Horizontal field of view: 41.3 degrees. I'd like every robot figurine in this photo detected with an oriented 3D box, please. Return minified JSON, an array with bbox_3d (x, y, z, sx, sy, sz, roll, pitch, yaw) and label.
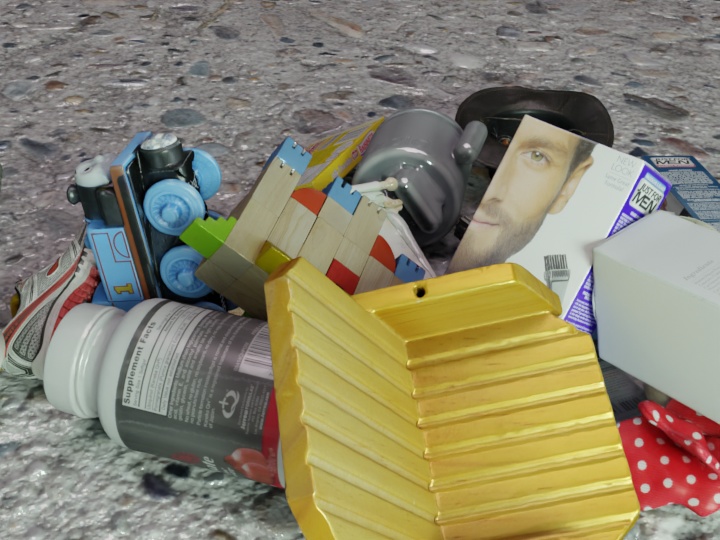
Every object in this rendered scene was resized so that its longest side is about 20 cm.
[{"bbox_3d":[0.056,-0.100,0.994,0.170,0.113,0.200,-24,22,24],"label":"robot figurine"}]

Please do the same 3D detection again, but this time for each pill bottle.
[{"bbox_3d":[-0.116,0.081,0.682,0.200,0.111,0.111,11,32,14],"label":"pill bottle"}]

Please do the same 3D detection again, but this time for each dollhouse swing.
[{"bbox_3d":[0.059,0.079,0.555,0.182,0.176,0.200,-12,59,6],"label":"dollhouse swing"}]

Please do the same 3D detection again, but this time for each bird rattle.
[{"bbox_3d":[0.275,0.104,0.707,0.200,0.113,0.163,-10,34,1],"label":"bird rattle"}]

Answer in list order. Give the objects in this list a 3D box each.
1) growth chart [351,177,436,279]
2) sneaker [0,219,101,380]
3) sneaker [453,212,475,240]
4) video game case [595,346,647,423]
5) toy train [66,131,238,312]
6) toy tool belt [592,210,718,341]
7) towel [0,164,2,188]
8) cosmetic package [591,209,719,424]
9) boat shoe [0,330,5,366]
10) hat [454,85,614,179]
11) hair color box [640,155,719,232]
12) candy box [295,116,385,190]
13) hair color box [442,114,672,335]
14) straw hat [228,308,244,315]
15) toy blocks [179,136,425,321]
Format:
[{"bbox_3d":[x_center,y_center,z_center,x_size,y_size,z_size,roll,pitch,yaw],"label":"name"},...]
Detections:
[{"bbox_3d":[0.000,0.000,0.814,0.145,0.018,0.200,-8,55,-22],"label":"growth chart"},{"bbox_3d":[-0.252,0.013,0.810,0.082,0.078,0.200,0,35,5],"label":"sneaker"},{"bbox_3d":[0.180,-0.065,0.977,0.200,0.085,0.078,-17,36,-28],"label":"sneaker"},{"bbox_3d":[0.111,0.094,0.769,0.200,0.023,0.182,-12,35,-22],"label":"video game case"},{"bbox_3d":[-0.161,-0.012,0.757,0.114,0.200,0.087,-5,30,8],"label":"toy train"},{"bbox_3d":[0.191,0.019,0.789,0.200,0.125,0.123,13,61,16],"label":"toy tool belt"},{"bbox_3d":[-0.359,0.011,0.743,0.200,0.035,0.193,-40,33,9],"label":"towel"},{"bbox_3d":[0.248,0.044,0.616,0.074,0.102,0.200,-28,37,-23],"label":"cosmetic package"},{"bbox_3d":[-0.333,0.031,0.762,0.057,0.067,0.200,37,-1,-38],"label":"boat shoe"},{"bbox_3d":[0.199,-0.138,1.108,0.200,0.081,0.201,-3,37,2],"label":"hat"},{"bbox_3d":[0.317,-0.024,0.905,0.060,0.100,0.200,-1,31,-6],"label":"hair color box"},{"bbox_3d":[-0.047,-0.112,1.052,0.102,0.026,0.200,-17,19,32],"label":"candy box"},{"bbox_3d":[0.132,-0.003,0.717,0.109,0.200,0.065,31,6,38],"label":"hair color box"},{"bbox_3d":[-0.078,-0.025,0.885,0.201,0.085,0.201,3,31,-2],"label":"straw hat"},{"bbox_3d":[-0.028,-0.010,0.734,0.200,0.100,0.137,37,46,-14],"label":"toy blocks"}]
